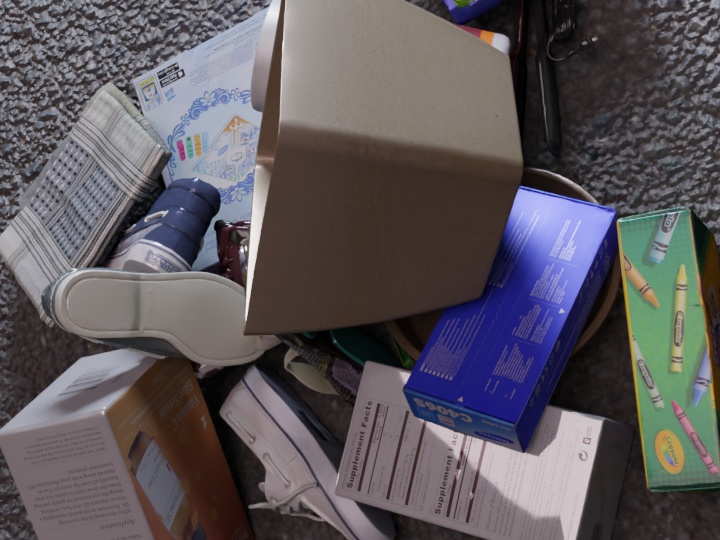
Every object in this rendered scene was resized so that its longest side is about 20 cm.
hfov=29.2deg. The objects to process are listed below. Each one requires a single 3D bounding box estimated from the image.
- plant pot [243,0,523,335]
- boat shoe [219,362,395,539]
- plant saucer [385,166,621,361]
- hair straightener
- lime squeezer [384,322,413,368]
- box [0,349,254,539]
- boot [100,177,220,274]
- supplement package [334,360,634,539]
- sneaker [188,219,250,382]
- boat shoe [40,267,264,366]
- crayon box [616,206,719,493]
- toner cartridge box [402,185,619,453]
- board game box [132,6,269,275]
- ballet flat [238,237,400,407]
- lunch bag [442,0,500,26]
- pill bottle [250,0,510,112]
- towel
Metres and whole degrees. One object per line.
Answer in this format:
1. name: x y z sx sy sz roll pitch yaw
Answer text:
1. plant pot: 0.015 -0.078 1.015 0.175 0.201 0.201 7 45 -8
2. boat shoe: -0.057 0.176 1.173 0.086 0.074 0.202 -47 65 9
3. plant saucer: 0.113 0.005 1.119 0.198 0.030 0.202 -8 57 12
4. hair straightener: 0.164 -0.194 1.163 0.076 0.041 0.202 0 77 23
5. lime squeezer: 0.000 0.000 1.171 0.038 0.071 0.201 -35 72 -1
6. box: -0.188 0.182 1.146 0.105 0.152 0.202 -13 106 20
7. boot: -0.175 -0.021 1.224 0.072 0.200 0.091 34 71 -17
8. supplement package: 0.098 0.150 1.089 0.198 0.114 0.111 12 85 25
9. sneaker: -0.121 0.019 1.207 0.199 0.076 0.116 -26 101 8
10. boat shoe: -0.164 0.035 1.120 0.062 0.199 0.074 0 81 52
11. crayon box: 0.242 0.064 1.039 0.058 0.119 0.202 -9 78 21
12. toner cartridge box: 0.118 0.032 1.049 0.094 0.043 0.201 15 61 28
13. board game box: -0.090 -0.122 1.251 0.199 0.043 0.201 -24 74 18
14. ballet flat: -0.048 0.053 1.136 0.072 0.200 0.072 -30 35 25
15. lunch bag: 0.104 -0.327 1.156 0.169 0.127 0.201 -33 71 15
16. pill bottle: 0.016 -0.158 1.143 0.198 0.114 0.115 13 86 4
17. towel: -0.261 -0.069 1.273 0.193 0.034 0.200 -55 35 7
